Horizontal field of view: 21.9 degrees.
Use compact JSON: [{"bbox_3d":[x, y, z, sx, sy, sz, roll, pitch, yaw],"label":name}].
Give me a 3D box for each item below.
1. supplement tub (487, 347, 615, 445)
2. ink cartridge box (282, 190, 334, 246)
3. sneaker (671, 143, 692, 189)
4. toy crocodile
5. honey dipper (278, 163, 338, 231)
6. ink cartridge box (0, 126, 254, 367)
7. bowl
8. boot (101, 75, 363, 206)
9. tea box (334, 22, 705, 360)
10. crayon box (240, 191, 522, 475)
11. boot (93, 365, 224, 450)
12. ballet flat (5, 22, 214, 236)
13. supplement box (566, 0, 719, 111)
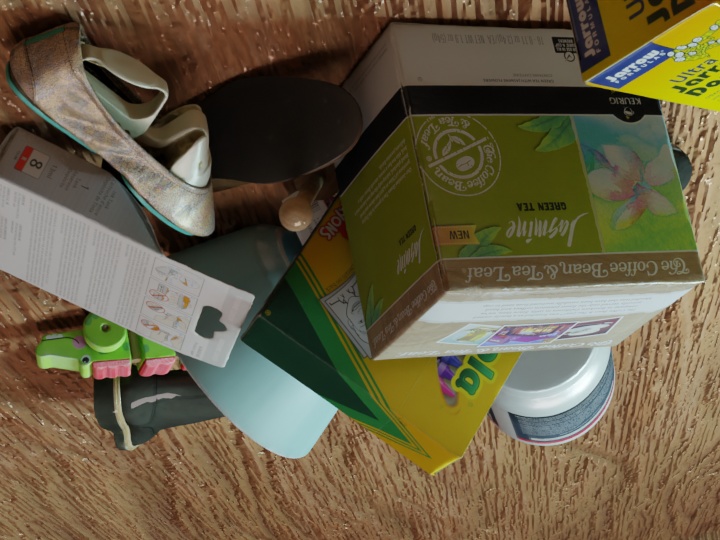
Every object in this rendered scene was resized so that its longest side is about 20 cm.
[{"bbox_3d":[0.170,0.081,1.778,0.140,0.141,0.200,-13,161,5],"label":"supplement tub"},{"bbox_3d":[0.000,0.000,1.517,0.037,0.095,0.200,-29,160,8],"label":"ink cartridge box"},{"bbox_3d":[0.223,-0.036,1.448,0.200,0.115,0.075,-19,135,-43],"label":"sneaker"},{"bbox_3d":[-0.190,0.068,1.665,0.199,0.062,0.068,-6,160,-14],"label":"toy crocodile"},{"bbox_3d":[-0.037,-0.056,1.295,0.038,0.038,0.200,-14,-168,9],"label":"honey dipper"},{"bbox_3d":[-0.170,-0.013,1.332,0.199,0.050,0.162,23,155,-3],"label":"ink cartridge box"},{"bbox_3d":[-0.067,0.041,1.507,0.105,0.201,0.201,-38,153,16],"label":"bowl"},{"bbox_3d":[-0.079,-0.089,1.297,0.199,0.074,0.075,-12,174,27],"label":"boot"},{"bbox_3d":[0.102,-0.053,1.283,0.199,0.198,0.134,-3,160,-24],"label":"tea box"},{"bbox_3d":[0.039,0.016,1.344,0.172,0.200,0.058,35,152,-3],"label":"crayon box"},{"bbox_3d":[-0.167,0.129,1.771,0.138,0.078,0.200,-3,174,3],"label":"boot"},{"bbox_3d":[-0.139,-0.089,1.193,0.067,0.068,0.200,-32,137,18],"label":"ballet flat"},{"bbox_3d":[0.231,-0.171,1.155,0.199,0.109,0.109,5,155,-39],"label":"supplement box"}]
